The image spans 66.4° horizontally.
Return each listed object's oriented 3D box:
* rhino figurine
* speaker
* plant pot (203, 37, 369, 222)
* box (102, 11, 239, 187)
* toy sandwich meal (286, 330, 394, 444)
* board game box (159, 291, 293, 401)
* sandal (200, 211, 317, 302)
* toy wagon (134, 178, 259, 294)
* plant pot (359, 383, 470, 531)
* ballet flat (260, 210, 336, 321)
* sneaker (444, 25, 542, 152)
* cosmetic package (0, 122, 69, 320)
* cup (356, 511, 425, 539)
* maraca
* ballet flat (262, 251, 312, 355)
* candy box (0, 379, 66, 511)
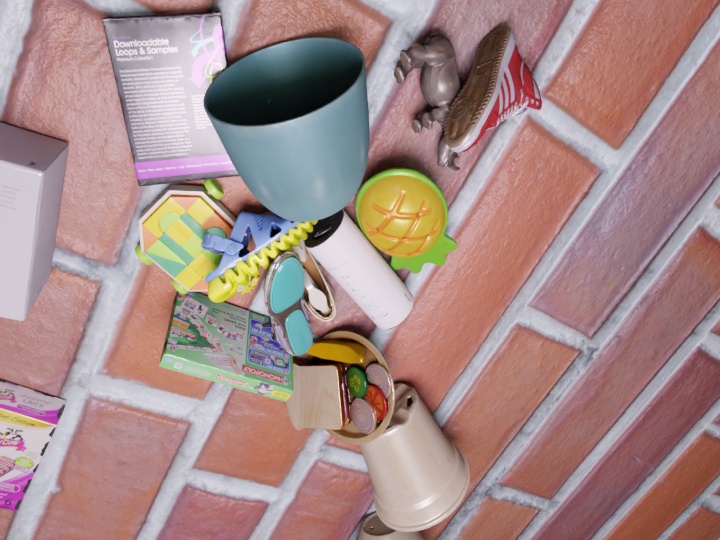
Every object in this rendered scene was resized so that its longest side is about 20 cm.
[{"bbox_3d":[0.114,-0.228,0.770,0.086,0.059,0.204,-36,124,-16],"label":"rhino figurine"},{"bbox_3d":[0.000,0.000,0.853,0.080,0.082,0.201,-37,121,8],"label":"speaker"},{"bbox_3d":[-0.075,-0.163,0.688,0.194,0.204,0.164,-17,133,-3],"label":"plant pot"},{"bbox_3d":[-0.233,-0.217,0.708,0.137,0.036,0.206,-7,120,-11],"label":"box"},{"bbox_3d":[-0.037,0.198,0.908,0.069,0.203,0.210,-10,133,-58],"label":"toy sandwich meal"},{"bbox_3d":[-0.194,0.111,0.834,0.195,0.137,0.029,23,125,-23],"label":"board game box"},{"bbox_3d":[-0.142,-0.047,0.760,0.197,0.080,0.088,-35,85,-14],"label":"sandal"},{"bbox_3d":[-0.223,-0.031,0.807,0.154,0.040,0.200,-39,119,9],"label":"toy wagon"},{"bbox_3d":[0.078,0.320,0.998,0.195,0.201,0.188,-26,110,2],"label":"plant pot"},{"bbox_3d":[-0.088,-0.004,0.841,0.066,0.063,0.202,-32,120,1],"label":"ballet flat"},{"bbox_3d":[0.185,-0.218,0.746,0.112,0.070,0.205,41,65,-34],"label":"sneaker"},{"bbox_3d":[-0.485,-0.076,0.670,0.193,0.124,0.205,15,115,-20],"label":"cosmetic package"},{"bbox_3d":[0.062,0.592,1.142,0.193,0.200,0.149,-12,96,-6],"label":"cup"},{"bbox_3d":[0.070,-0.069,0.822,0.133,0.110,0.202,-15,134,21],"label":"maraca"},{"bbox_3d":[-0.116,0.044,0.813,0.069,0.073,0.205,-11,134,-7],"label":"ballet flat"},{"bbox_3d":[-0.574,0.278,0.874,0.133,0.061,0.203,25,109,-24],"label":"candy box"}]
